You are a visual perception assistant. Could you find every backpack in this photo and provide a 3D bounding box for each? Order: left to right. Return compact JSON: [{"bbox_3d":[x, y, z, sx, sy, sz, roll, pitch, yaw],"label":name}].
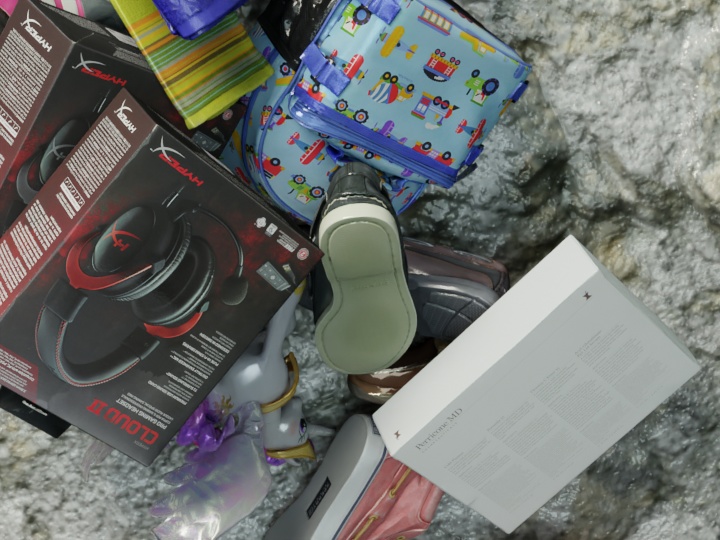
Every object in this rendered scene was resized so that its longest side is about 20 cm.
[{"bbox_3d":[-0.005,-0.113,0.924,0.182,0.135,0.200,28,106,-38],"label":"backpack"}]

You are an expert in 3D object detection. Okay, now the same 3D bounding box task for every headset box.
[{"bbox_3d":[-0.190,-0.057,0.860,0.149,0.077,0.200,16,110,-49],"label":"headset box"},{"bbox_3d":[-0.145,0.015,0.814,0.200,0.075,0.149,-49,125,3],"label":"headset box"}]

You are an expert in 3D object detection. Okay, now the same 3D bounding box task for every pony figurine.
[{"bbox_3d":[-0.104,0.094,0.969,0.193,0.166,0.201,-23,126,-28],"label":"pony figurine"}]

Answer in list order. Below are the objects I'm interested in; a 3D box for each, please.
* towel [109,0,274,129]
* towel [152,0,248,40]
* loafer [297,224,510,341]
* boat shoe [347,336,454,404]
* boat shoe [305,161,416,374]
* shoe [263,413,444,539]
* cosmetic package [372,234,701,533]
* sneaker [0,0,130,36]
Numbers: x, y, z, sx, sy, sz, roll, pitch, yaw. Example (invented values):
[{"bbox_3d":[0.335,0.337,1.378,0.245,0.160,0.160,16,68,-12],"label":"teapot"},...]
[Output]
[{"bbox_3d":[-0.129,-0.190,0.812,0.018,0.086,0.200,-17,110,41],"label":"towel"},{"bbox_3d":[-0.124,-0.247,0.794,0.049,0.148,0.200,-20,111,38],"label":"towel"},{"bbox_3d":[0.017,0.001,1.001,0.199,0.063,0.072,15,133,11],"label":"loafer"},{"bbox_3d":[0.084,0.060,1.030,0.199,0.076,0.072,-8,101,-15],"label":"boat shoe"},{"bbox_3d":[-0.002,0.000,0.921,0.074,0.066,0.200,-8,145,2],"label":"boat shoe"},{"bbox_3d":[-0.009,0.209,1.049,0.091,0.072,0.201,24,108,-25],"label":"shoe"},{"bbox_3d":[0.131,0.089,0.975,0.200,0.052,0.151,-43,130,11],"label":"cosmetic package"},{"bbox_3d":[-0.229,-0.156,0.880,0.200,0.083,0.121,15,95,-52],"label":"sneaker"}]
